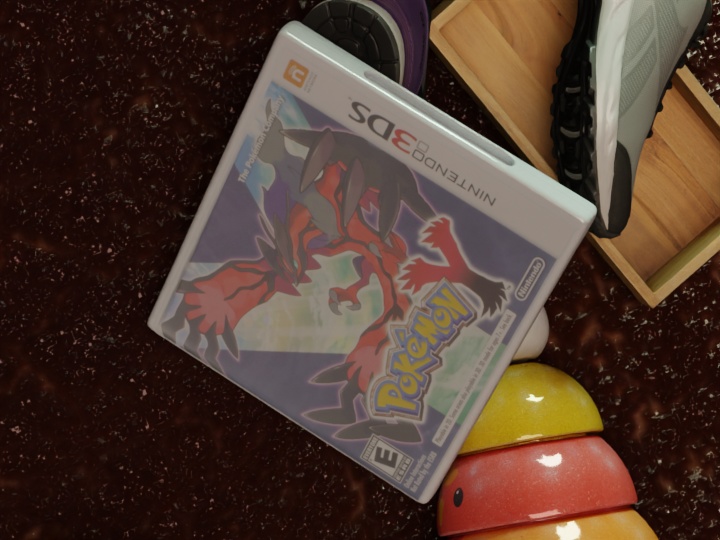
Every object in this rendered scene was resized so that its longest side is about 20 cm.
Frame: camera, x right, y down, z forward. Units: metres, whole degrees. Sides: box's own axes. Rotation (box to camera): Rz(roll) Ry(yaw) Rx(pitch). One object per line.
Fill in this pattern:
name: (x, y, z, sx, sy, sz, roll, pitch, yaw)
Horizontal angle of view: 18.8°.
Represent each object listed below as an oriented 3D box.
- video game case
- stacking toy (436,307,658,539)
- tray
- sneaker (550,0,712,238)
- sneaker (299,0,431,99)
video game case: (0.000, 0.000, 1.121, 0.181, 0.023, 0.201, 32, 123, 7)
stacking toy: (0.089, 0.102, 1.186, 0.145, 0.146, 0.202, -9, 80, -6)
tray: (0.131, -0.088, 1.191, 0.099, 0.037, 0.200, -41, 102, -1)
sneaker: (0.146, -0.115, 1.136, 0.079, 0.074, 0.202, 5, 97, -14)
sneaker: (0.002, -0.060, 1.159, 0.075, 0.088, 0.201, 24, 121, 15)
